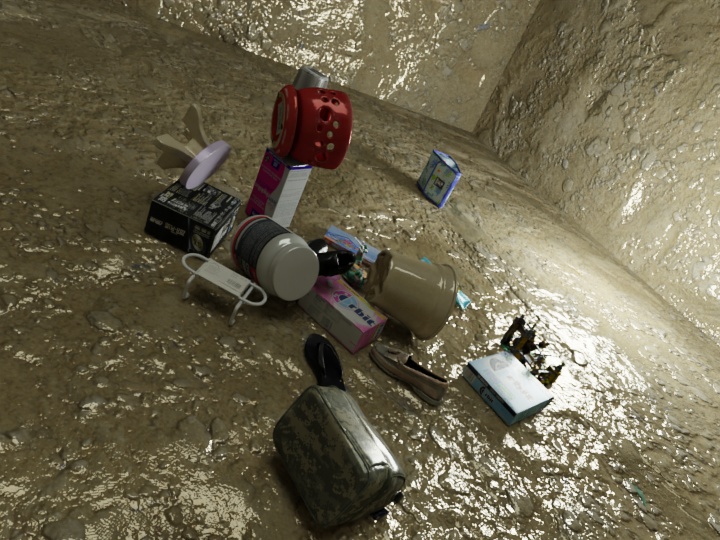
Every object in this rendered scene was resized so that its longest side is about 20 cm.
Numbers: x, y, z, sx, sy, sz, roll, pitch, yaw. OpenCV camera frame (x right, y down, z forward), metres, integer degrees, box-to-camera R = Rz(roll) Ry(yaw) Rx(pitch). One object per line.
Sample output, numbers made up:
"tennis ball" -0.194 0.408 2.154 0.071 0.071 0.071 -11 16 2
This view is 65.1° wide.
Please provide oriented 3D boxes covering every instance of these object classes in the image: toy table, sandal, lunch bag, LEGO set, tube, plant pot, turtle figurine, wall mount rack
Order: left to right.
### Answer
"toy table" -0.406 -0.291 1.363 0.117 0.185 0.200 41 14 -4
"wall mount rack" -0.290 0.029 1.217 0.196 0.076 0.175 29 30 -1
"plant pot" -0.136 -0.379 1.479 0.177 0.205 0.202 4 34 -23
"sandal" -0.063 0.200 1.161 0.074 0.044 0.202 12 31 -29
"lunch bag" -0.024 0.300 0.923 0.201 0.140 0.166 49 17 31
"turtle figurine" 0.000 0.000 1.505 0.198 0.100 0.152 33 36 -24
"plant pot" 0.112 0.046 1.398 0.180 0.203 0.202 23 26 -21
"lunch bag" 0.343 -0.390 2.418 0.124 0.173 0.202 11 33 -30
"tube" 0.255 0.042 1.739 0.199 0.051 0.077 42 37 14
"LEGO set" 0.496 0.212 1.586 0.150 0.118 0.202 14 30 -25

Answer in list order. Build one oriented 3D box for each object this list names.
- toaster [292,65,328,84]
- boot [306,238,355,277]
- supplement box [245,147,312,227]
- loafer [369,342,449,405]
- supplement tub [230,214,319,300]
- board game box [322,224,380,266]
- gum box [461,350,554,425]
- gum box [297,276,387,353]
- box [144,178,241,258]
"toaster" -0.247 -0.942 2.854 0.198 0.131 0.113 35 28 14
"boot" -0.084 -0.033 1.367 0.164 0.197 0.067 -40 110 -37
"supplement box" -0.228 -0.226 1.565 0.100 0.204 0.102 37 29 21
"loafer" 0.113 0.218 1.275 0.198 0.064 0.072 36 29 14
"supplement tub" -0.196 -0.030 1.279 0.138 0.144 0.198 1 22 -42
"board game box" -0.015 -0.067 1.692 0.196 0.020 0.103 28 26 -1
"gum box" 0.372 0.289 1.419 0.197 0.045 0.170 -4 41 -45
"gum box" -0.047 0.092 1.335 0.199 0.067 0.113 39 30 20
"box" -0.400 -0.134 1.368 0.160 0.088 0.201 25 27 -6
